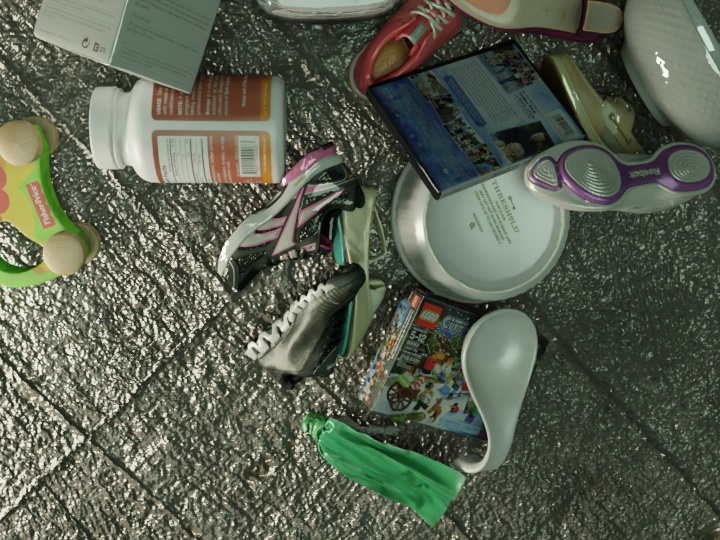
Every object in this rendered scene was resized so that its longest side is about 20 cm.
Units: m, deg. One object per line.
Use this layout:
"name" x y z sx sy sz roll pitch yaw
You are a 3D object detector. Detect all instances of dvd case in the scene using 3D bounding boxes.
"dvd case" 0.121 -0.161 0.986 0.198 0.018 0.144 -22 67 -25

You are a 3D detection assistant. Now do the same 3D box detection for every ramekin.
"ramekin" 0.135 -0.058 1.041 0.199 0.094 0.206 -1 97 -5

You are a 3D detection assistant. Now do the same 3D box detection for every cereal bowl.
"cereal bowl" 0.329 -0.211 0.985 0.083 0.200 0.201 -30 105 28

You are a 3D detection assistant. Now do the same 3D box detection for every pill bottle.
"pill bottle" -0.177 -0.149 1.005 0.197 0.112 0.114 1 104 -3

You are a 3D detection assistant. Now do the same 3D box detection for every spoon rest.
"spoon rest" 0.147 0.137 1.049 0.098 0.061 0.203 -5 112 -28

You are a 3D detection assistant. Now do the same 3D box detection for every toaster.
"toaster" -0.028 -0.309 0.966 0.197 0.129 0.115 0 104 -3

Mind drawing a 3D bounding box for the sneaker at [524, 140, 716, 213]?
"sneaker" 0.261 -0.084 0.988 0.197 0.100 0.076 0 73 -9

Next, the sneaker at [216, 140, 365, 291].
"sneaker" -0.074 -0.040 1.027 0.086 0.080 0.200 47 117 7

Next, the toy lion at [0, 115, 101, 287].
"toy lion" -0.408 -0.073 1.041 0.189 0.069 0.202 -17 104 8

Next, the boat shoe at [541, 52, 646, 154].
"boat shoe" 0.267 -0.162 1.050 0.065 0.072 0.201 -36 109 1

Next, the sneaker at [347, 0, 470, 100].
"sneaker" 0.068 -0.255 1.006 0.074 0.087 0.200 40 98 -12

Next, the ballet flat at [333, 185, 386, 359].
"ballet flat" 0.000 0.000 1.078 0.068 0.070 0.203 -3 103 -2

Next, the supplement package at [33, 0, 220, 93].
"supplement package" -0.206 -0.291 0.908 0.116 0.116 0.202 24 98 31

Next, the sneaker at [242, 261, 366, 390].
"sneaker" -0.045 0.067 1.049 0.091 0.066 0.200 51 127 2

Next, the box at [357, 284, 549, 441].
"box" 0.108 0.110 1.075 0.198 0.038 0.138 19 100 -33

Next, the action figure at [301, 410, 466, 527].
"action figure" 0.020 0.220 1.124 0.198 0.055 0.119 27 131 3

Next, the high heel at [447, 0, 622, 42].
"high heel" 0.172 -0.279 1.005 0.197 0.096 0.068 17 102 -4

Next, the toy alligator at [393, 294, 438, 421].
"toy alligator" 0.075 0.090 1.105 0.059 0.054 0.202 17 102 -7
